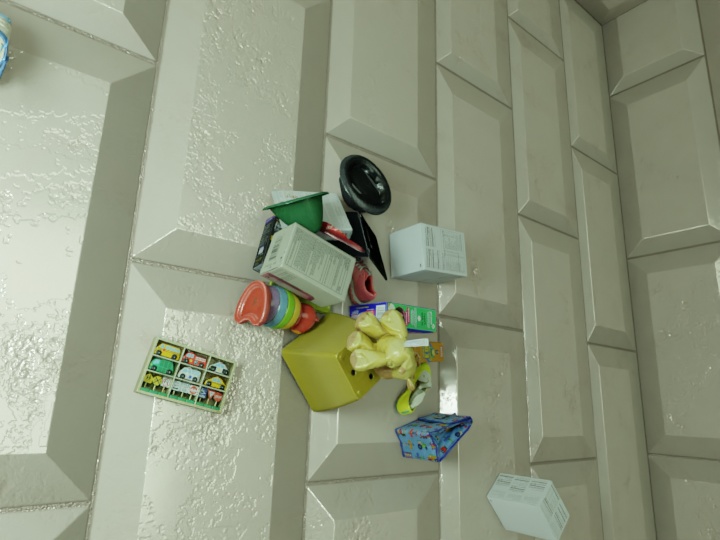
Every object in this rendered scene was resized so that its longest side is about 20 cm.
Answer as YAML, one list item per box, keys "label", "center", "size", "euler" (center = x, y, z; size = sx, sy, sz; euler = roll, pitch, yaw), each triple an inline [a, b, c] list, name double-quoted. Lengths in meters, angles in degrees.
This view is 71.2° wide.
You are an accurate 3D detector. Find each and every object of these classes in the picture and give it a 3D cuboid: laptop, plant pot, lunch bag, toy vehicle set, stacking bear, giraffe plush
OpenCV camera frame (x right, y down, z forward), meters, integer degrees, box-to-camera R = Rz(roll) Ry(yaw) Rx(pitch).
- label: "laptop"
  center: [-0.026, -0.072, 1.464]
  size: [0.200, 0.116, 0.187]
  euler: [52, 19, -46]
- label: "plant pot"
  center: [-0.047, 0.239, 1.316]
  size: [0.200, 0.176, 0.200]
  euler: [-37, 108, -38]
- label: "lunch bag"
  center: [0.232, 0.483, 1.514]
  size: [0.200, 0.150, 0.094]
  euler: [-18, 91, -40]
- label: "toy vehicle set"
  center: [-0.391, 0.240, 1.140]
  size: [0.200, 0.026, 0.124]
  euler: [27, 64, -32]
- label: "stacking bear"
  center: [-0.197, 0.105, 1.284]
  size: [0.200, 0.121, 0.114]
  euler: [25, 73, -43]
- label: "giraffe plush"
  center: [0.079, 0.206, 1.226]
  size: [0.162, 0.200, 0.173]
  euler: [67, 39, -51]

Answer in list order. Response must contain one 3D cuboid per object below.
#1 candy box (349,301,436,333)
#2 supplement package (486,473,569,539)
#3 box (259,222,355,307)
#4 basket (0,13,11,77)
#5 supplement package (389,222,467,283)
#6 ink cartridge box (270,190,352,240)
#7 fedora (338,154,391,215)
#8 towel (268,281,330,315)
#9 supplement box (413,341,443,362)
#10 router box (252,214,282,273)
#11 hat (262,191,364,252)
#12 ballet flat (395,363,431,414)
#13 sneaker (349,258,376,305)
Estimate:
- label: "candy box"
  center: [0.095, 0.142, 1.469]
  size: [0.200, 0.169, 0.077]
  euler: [9, 77, -38]
- label: "supplement package"
  center: [0.557, 0.786, 1.678]
  size: [0.111, 0.200, 0.156]
  euler: [-39, 105, -38]
- label: "box"
  center: [-0.130, -0.009, 1.267]
  size: [0.200, 0.109, 0.128]
  euler: [32, 59, -30]
- label: "basket"
  center: [-0.740, -0.416, 0.919]
  size: [0.176, 0.139, 0.200]
  euler: [26, 34, -32]
- label: "supplement package"
  center: [0.218, -0.050, 1.626]
  size: [0.200, 0.152, 0.151]
  euler: [8, 74, -38]
- label: "ink cartridge box"
  center: [-0.138, -0.151, 1.389]
  size: [0.200, 0.050, 0.162]
  euler: [-3, 48, -23]
- label: "fedora"
  center: [-0.003, -0.246, 1.525]
  size: [0.200, 0.092, 0.201]
  euler: [18, 59, -32]
- label: "towel"
  center: [-0.159, 0.056, 1.380]
  size: [0.200, 0.018, 0.086]
  euler: [23, 67, -34]
- label: "supplement box"
  center: [0.172, 0.255, 1.574]
  size: [0.200, 0.069, 0.067]
  euler: [6, 78, -41]
- label: "router box"
  center: [-0.176, -0.035, 1.352]
  size: [0.200, 0.052, 0.157]
  euler: [30, 54, -31]
- label: "hat"
  center: [-0.131, -0.097, 1.274]
  size: [0.166, 0.200, 0.176]
  euler: [-29, 107, -60]
- label: "ballet flat"
  center: [0.182, 0.365, 1.555]
  size: [0.067, 0.067, 0.200]
  euler: [53, 52, -16]
- label: "sneaker"
  center: [0.000, 0.000, 1.477]
  size: [0.074, 0.087, 0.200]
  euler: [-17, 89, -41]
